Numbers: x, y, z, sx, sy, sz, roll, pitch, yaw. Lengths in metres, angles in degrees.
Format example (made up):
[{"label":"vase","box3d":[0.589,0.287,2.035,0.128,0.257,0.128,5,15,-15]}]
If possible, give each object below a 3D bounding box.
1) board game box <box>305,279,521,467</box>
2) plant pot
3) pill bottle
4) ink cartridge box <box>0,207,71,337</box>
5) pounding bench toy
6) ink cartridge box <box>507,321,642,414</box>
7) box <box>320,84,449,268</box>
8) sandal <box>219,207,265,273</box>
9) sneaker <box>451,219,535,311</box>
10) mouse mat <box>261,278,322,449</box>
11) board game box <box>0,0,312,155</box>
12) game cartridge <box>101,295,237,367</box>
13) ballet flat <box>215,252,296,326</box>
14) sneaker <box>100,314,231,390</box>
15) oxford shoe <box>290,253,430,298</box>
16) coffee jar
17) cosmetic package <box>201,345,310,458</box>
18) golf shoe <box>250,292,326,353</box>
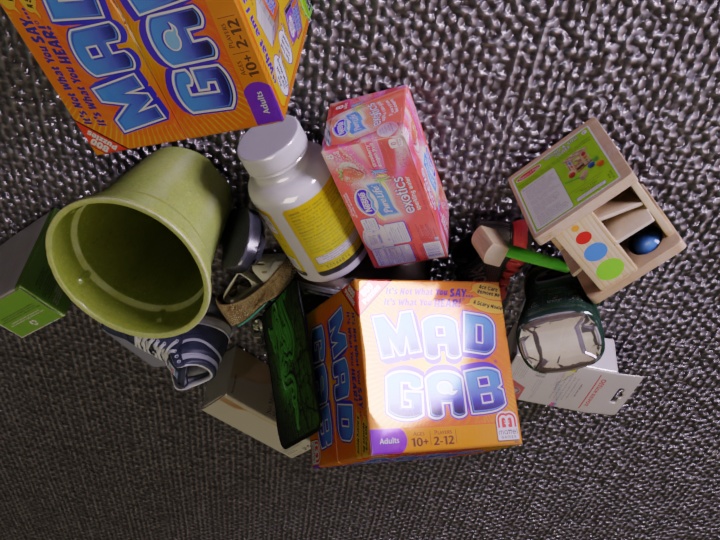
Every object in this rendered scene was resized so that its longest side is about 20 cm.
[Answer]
[{"label":"board game box","box3d":[0.055,0.136,0.999,0.198,0.202,0.200,1,163,-23]},{"label":"plant pot","box3d":[-0.248,-0.051,0.966,0.199,0.185,0.202,7,128,9]},{"label":"pill bottle","box3d":[-0.071,-0.089,0.971,0.110,0.112,0.201,-12,135,19]},{"label":"ink cartridge box","box3d":[-0.484,0.020,1.114,0.199,0.149,0.076,-24,131,31]},{"label":"pounding bench toy","box3d":[0.252,-0.043,0.940,0.199,0.125,0.156,-36,125,20]},{"label":"ink cartridge box","box3d":[0.320,0.155,1.222,0.198,0.068,0.117,12,138,-3]},{"label":"box","box3d":[0.036,-0.107,0.950,0.102,0.095,0.201,-10,135,18]},{"label":"sandal","box3d":[-0.144,-0.042,0.992,0.043,0.200,0.077,25,97,-17]},{"label":"sneaker","box3d":[0.164,0.005,1.075,0.097,0.071,0.201,11,135,-5]},{"label":"mouse mat","box3d":[-0.096,0.129,1.053,0.007,0.202,0.161,-1,159,-25]},{"label":"board game box","box3d":[-0.178,-0.261,0.729,0.198,0.201,0.201,-7,135,14]},{"label":"game cartridge","box3d":[-0.299,0.092,1.254,0.199,0.041,0.133,-23,134,28]},{"label":"ballet flat","box3d":[-0.143,0.017,1.133,0.065,0.071,0.200,44,124,-16]},{"label":"sneaker","box3d":[-0.299,0.113,1.170,0.198,0.109,0.070,8,138,-3]},{"label":"oxford shoe","box3d":[0.000,0.000,1.081,0.198,0.085,0.073,-1,-177,-18]},{"label":"coffee jar","box3d":[0.262,0.049,1.021,0.104,0.200,0.086,-13,109,21]},{"label":"cosmetic package","box3d":[-0.162,0.225,1.331,0.199,0.106,0.071,35,129,-30]},{"label":"golf shoe","box3d":[-0.068,0.056,1.171,0.199,0.078,0.088,-27,167,15]}]
